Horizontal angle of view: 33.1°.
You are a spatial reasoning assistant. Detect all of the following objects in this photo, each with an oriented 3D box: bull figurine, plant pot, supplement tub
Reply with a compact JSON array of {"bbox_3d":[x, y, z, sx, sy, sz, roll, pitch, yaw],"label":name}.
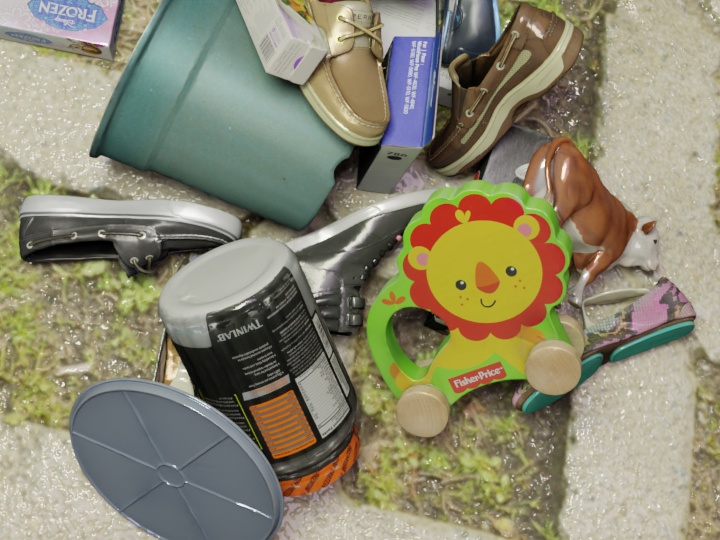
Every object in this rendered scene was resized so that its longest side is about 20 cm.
[{"bbox_3d":[0.198,-0.035,1.085,0.200,0.065,0.122,41,74,-41],"label":"bull figurine"},{"bbox_3d":[-0.103,-0.143,1.059,0.196,0.200,0.201,27,79,-8],"label":"plant pot"},{"bbox_3d":[-0.078,0.084,1.017,0.122,0.123,0.200,-27,118,-10],"label":"supplement tub"}]

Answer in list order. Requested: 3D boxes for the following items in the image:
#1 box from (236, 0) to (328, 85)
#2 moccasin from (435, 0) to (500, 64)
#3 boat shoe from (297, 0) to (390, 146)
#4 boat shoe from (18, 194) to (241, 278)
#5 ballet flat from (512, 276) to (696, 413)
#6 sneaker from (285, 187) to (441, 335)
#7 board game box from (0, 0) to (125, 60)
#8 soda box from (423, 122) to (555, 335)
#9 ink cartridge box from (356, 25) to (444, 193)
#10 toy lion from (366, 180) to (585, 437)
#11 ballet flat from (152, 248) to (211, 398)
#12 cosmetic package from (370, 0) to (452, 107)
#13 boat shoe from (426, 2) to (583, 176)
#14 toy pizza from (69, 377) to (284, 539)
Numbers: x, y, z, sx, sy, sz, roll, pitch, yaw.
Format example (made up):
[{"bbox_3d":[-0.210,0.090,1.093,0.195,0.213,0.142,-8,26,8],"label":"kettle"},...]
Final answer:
[{"bbox_3d":[-0.080,-0.235,0.993,0.039,0.041,0.200,13,41,-40],"label":"box"},{"bbox_3d":[0.082,-0.286,1.101,0.068,0.080,0.201,-7,80,-3],"label":"moccasin"},{"bbox_3d":[-0.018,-0.198,0.991,0.074,0.066,0.200,-4,65,-41],"label":"boat shoe"},{"bbox_3d":[-0.207,-0.025,1.079,0.199,0.070,0.066,5,73,-3],"label":"boat shoe"},{"bbox_3d":[0.214,0.063,1.119,0.200,0.069,0.071,-25,66,-13],"label":"ballet flat"},{"bbox_3d":[0.000,0.000,1.103,0.200,0.071,0.099,-25,86,-4],"label":"sneaker"},{"bbox_3d":[-0.311,-0.313,1.134,0.199,0.041,0.200,10,80,-4],"label":"board game box"},{"bbox_3d":[0.125,-0.032,1.121,0.071,0.063,0.201,20,80,-2],"label":"soda box"},{"bbox_3d":[0.031,-0.137,1.059,0.039,0.200,0.100,8,79,-8],"label":"ink cartridge box"},{"bbox_3d":[0.091,0.025,1.026,0.200,0.069,0.192,-22,105,23],"label":"toy lion"},{"bbox_3d":[-0.147,0.073,1.072,0.072,0.072,0.201,10,79,-4],"label":"ballet flat"},{"bbox_3d":[0.022,-0.259,1.155,0.199,0.052,0.151,19,76,-2],"label":"cosmetic package"},{"bbox_3d":[0.109,-0.165,1.081,0.075,0.202,0.075,31,44,-14],"label":"boat shoe"},{"bbox_3d":[-0.151,0.160,1.012,0.200,0.200,0.032,31,44,0],"label":"toy pizza"}]
